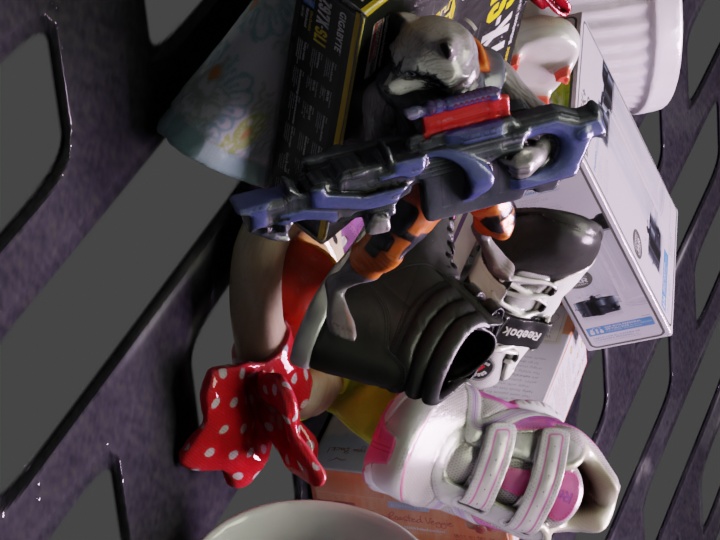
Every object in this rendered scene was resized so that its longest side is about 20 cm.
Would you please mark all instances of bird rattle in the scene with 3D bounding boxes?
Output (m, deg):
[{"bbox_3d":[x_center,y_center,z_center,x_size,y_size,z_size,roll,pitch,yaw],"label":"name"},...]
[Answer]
[{"bbox_3d":[-0.045,0.040,1.706,0.200,0.112,0.164,-9,92,-58],"label":"bird rattle"}]

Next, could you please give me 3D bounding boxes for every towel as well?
[{"bbox_3d":[-0.020,-0.123,1.629,0.171,0.048,0.200,-54,162,7],"label":"towel"}]

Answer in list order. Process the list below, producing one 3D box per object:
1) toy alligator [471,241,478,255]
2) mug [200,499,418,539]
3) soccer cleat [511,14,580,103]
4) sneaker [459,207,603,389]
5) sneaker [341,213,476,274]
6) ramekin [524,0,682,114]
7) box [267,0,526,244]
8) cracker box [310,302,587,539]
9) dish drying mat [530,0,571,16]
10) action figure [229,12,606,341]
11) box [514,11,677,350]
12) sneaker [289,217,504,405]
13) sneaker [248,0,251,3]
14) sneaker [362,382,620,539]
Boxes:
[{"bbox_3d":[0.072,-0.092,1.909,0.054,0.059,0.201,-146,-132,-60],"label":"toy alligator"},{"bbox_3d":[-0.007,0.251,1.651,0.148,0.200,0.176,-48,150,-45],"label":"mug"},{"bbox_3d":[0.066,-0.123,1.797,0.200,0.069,0.078,-33,-129,55],"label":"soccer cleat"},{"bbox_3d":[0.090,0.026,1.824,0.200,0.074,0.089,136,-34,-58],"label":"sneaker"},{"bbox_3d":[0.000,0.000,1.814,0.073,0.114,0.201,-115,-139,-64],"label":"sneaker"},{"bbox_3d":[0.138,-0.199,1.990,0.200,0.105,0.201,170,-90,-81],"label":"ramekin"},{"bbox_3d":[0.026,-0.127,1.582,0.160,0.049,0.200,-42,160,-31],"label":"box"},{"bbox_3d":[0.060,0.093,1.920,0.200,0.134,0.058,-62,152,-49],"label":"cracker box"},{"bbox_3d":[0.047,-0.222,1.743,0.018,0.200,0.077,-45,149,4],"label":"dish drying mat"},{"bbox_3d":[0.015,-0.055,1.532,0.194,0.199,0.105,100,-26,-45],"label":"action figure"},{"bbox_3d":[0.145,-0.055,1.903,0.200,0.060,0.117,59,29,-42],"label":"box"},{"bbox_3d":[0.042,0.007,1.666,0.200,0.099,0.071,-57,170,-47],"label":"sneaker"},{"bbox_3d":[-0.033,-0.166,1.672,0.200,0.077,0.082,-29,128,-68],"label":"sneaker"},{"bbox_3d":[0.084,0.112,1.723,0.200,0.088,0.082,8,105,-48],"label":"sneaker"}]
